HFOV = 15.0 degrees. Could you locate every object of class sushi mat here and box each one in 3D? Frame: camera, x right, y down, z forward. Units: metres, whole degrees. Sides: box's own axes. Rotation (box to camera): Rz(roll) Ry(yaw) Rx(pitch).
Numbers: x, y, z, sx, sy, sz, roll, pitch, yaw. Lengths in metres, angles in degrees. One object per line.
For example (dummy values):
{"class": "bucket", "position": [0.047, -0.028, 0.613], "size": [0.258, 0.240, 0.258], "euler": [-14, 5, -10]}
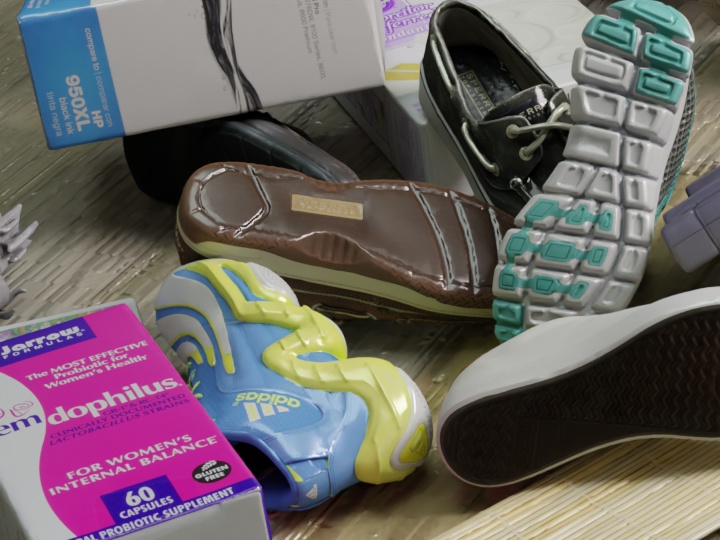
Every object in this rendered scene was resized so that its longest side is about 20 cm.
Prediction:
{"class": "sushi mat", "position": [0.113, 0.112, 1.249], "size": [0.200, 0.012, 0.096], "euler": [-26, 33, -30]}

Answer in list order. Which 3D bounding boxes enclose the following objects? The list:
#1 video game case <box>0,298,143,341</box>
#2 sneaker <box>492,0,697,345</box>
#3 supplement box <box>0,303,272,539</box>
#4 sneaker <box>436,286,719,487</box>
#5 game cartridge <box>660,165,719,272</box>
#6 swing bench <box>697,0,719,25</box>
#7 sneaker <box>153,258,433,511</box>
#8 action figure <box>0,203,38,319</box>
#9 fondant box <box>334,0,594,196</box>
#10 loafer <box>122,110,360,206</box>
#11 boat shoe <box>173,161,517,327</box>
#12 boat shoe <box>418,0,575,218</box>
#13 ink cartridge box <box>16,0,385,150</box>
{"class": "video game case", "position": [-0.203, 0.073, 1.408], "size": [0.199, 0.018, 0.143], "euler": [-13, 28, -7]}
{"class": "sneaker", "position": [0.131, -0.033, 1.397], "size": [0.077, 0.091, 0.201], "euler": [20, 82, 23]}
{"class": "supplement box", "position": [-0.114, 0.109, 1.225], "size": [0.101, 0.104, 0.200], "euler": [-18, 27, -15]}
{"class": "sneaker", "position": [0.132, 0.039, 1.282], "size": [0.199, 0.073, 0.085], "euler": [-13, 21, 10]}
{"class": "game cartridge", "position": [0.220, -0.057, 1.387], "size": [0.130, 0.038, 0.200], "euler": [-37, -1, 14]}
{"class": "swing bench", "position": [0.331, -0.191, 1.643], "size": [0.199, 0.130, 0.200], "euler": [20, 44, 41]}
{"class": "sneaker", "position": [-0.061, 0.058, 1.334], "size": [0.105, 0.076, 0.200], "euler": [-28, 34, -31]}
{"class": "action figure", "position": [-0.264, -0.004, 1.524], "size": [0.199, 0.070, 0.130], "euler": [16, 29, 33]}
{"class": "fondant box", "position": [0.073, -0.118, 1.647], "size": [0.144, 0.058, 0.200], "euler": [-16, 28, -12]}
{"class": "loafer", "position": [-0.055, -0.065, 1.570], "size": [0.072, 0.073, 0.200], "euler": [-24, 32, -33]}
{"class": "boat shoe", "position": [0.001, -0.005, 1.437], "size": [0.202, 0.075, 0.075], "euler": [15, 53, -4]}
{"class": "boat shoe", "position": [0.089, -0.068, 1.480], "size": [0.071, 0.064, 0.200], "euler": [-24, 54, -19]}
{"class": "ink cartridge box", "position": [-0.087, -0.143, 1.582], "size": [0.199, 0.085, 0.145], "euler": [-11, 18, 4]}
